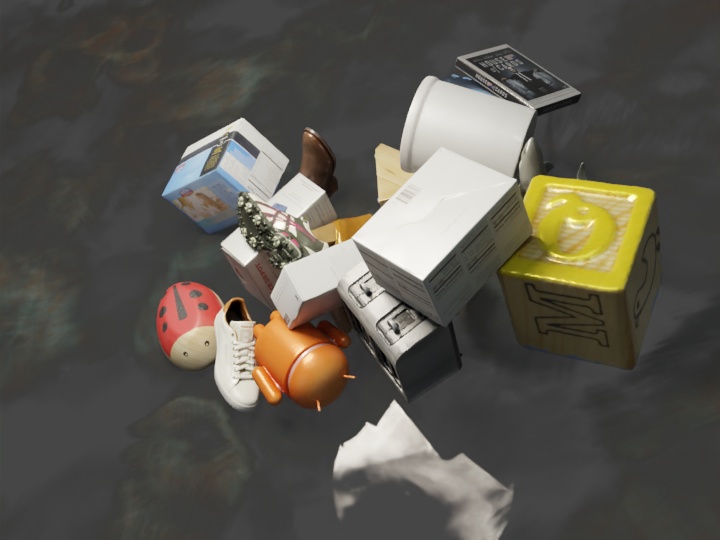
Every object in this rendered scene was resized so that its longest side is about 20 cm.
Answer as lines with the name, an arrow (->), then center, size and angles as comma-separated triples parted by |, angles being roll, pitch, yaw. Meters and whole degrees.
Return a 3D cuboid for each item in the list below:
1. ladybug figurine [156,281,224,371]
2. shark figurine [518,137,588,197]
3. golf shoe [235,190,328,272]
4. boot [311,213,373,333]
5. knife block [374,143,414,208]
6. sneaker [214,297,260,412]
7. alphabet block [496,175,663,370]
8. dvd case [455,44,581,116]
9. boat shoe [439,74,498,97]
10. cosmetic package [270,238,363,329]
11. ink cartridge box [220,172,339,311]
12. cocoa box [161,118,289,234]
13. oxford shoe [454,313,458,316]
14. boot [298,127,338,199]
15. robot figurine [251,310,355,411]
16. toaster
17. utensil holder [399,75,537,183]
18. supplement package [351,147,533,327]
ladybug figurine -> -0.310, 0.090, 1.710 | 0.135, 0.072, 0.201 | -30, 48, -3
shark figurine -> 0.333, -0.127, 1.583 | 0.089, 0.213, 0.130 | 36, 105, 45
golf shoe -> -0.138, -0.066, 1.591 | 0.087, 0.078, 0.200 | -17, 48, -37
boot -> 0.000, 0.000, 1.657 | 0.142, 0.071, 0.204 | -13, 74, -24
knife block -> 0.119, -0.161, 1.742 | 0.173, 0.064, 0.202 | -13, 49, 11
sneaker -> -0.207, 0.137, 1.599 | 0.072, 0.085, 0.202 | 1, 54, -29
alphabet block -> 0.335, 0.002, 1.429 | 0.194, 0.201, 0.197 | 9, 57, 28
dvd case -> 0.297, -0.360, 1.787 | 0.149, 0.025, 0.200 | -23, 53, -38
boat shoe -> 0.229, -0.350, 1.837 | 0.199, 0.085, 0.069 | 29, 64, 35
cosmetic package -> -0.039, 0.011, 1.539 | 0.198, 0.102, 0.075 | -21, 69, -31
ink cartridge box -> -0.133, -0.048, 1.699 | 0.200, 0.146, 0.087 | -42, 49, -14
cocoa box -> -0.260, -0.176, 1.817 | 0.199, 0.133, 0.133 | -16, 44, 47
oxford shoe -> 0.157, 0.006, 1.535 | 0.072, 0.072, 0.201 | -21, 28, 20
boot -> -0.129, -0.140, 1.749 | 0.064, 0.187, 0.200 | 32, 66, 32
robot figurine -> -0.097, 0.149, 1.547 | 0.143, 0.118, 0.199 | -3, 30, -43
toaster -> 0.065, 0.086, 1.488 | 0.118, 0.201, 0.181 | -32, 56, -8
utensil holder -> 0.187, -0.226, 1.629 | 0.197, 0.171, 0.171 | 17, 59, 13
supplement package -> 0.118, -0.051, 1.358 | 0.200, 0.111, 0.155 | -45, 46, -16
